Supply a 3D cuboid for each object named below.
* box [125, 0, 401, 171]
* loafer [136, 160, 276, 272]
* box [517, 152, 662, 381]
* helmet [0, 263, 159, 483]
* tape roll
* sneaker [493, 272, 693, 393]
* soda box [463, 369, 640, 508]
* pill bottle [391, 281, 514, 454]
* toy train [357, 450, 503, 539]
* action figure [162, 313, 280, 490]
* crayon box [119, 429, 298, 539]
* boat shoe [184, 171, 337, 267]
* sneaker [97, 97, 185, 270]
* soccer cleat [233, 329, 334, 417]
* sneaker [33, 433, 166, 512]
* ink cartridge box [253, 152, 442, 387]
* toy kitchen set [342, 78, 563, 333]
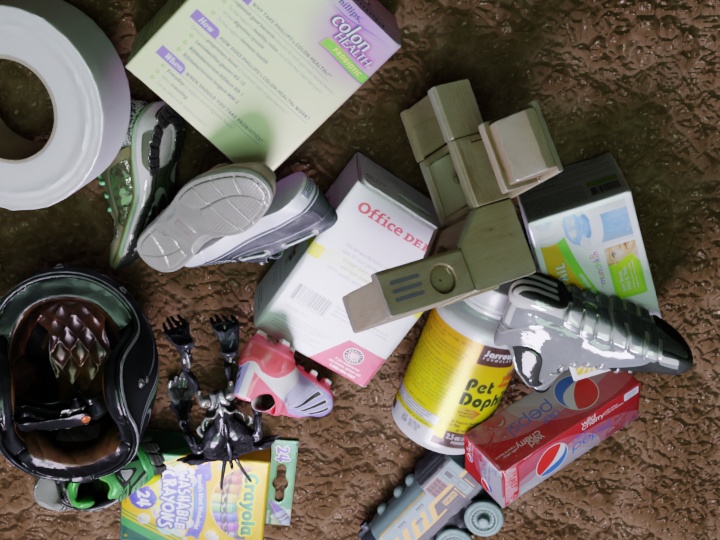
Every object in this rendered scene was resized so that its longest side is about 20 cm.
[{"bbox_3d":[-0.093,-0.221,1.305,0.176,0.097,0.200,41,110,-20],"label":"box"},{"bbox_3d":[-0.149,-0.065,1.338,0.072,0.063,0.200,45,134,-17],"label":"loafer"},{"bbox_3d":[0.244,-0.002,1.428,0.112,0.102,0.201,-18,116,6],"label":"box"},{"bbox_3d":[-0.300,0.099,1.409,0.198,0.192,0.201,-4,140,-4],"label":"helmet"},{"bbox_3d":[-0.327,-0.162,1.309,0.201,0.071,0.204,5,112,12],"label":"tape roll"},{"bbox_3d":[0.228,0.084,1.381,0.199,0.075,0.116,23,120,-2],"label":"sneaker"},{"bbox_3d":[0.209,0.169,1.478,0.199,0.070,0.064,-29,139,-22],"label":"soda box"},{"bbox_3d":[0.114,0.091,1.466,0.109,0.109,0.201,16,116,-10],"label":"pill bottle"},{"bbox_3d":[0.086,0.285,1.585,0.114,0.085,0.200,40,111,-7],"label":"toy train"},{"bbox_3d":[-0.154,0.138,1.485,0.118,0.102,0.201,-9,122,-4],"label":"action figure"},{"bbox_3d":[-0.175,0.254,1.570,0.198,0.052,0.127,4,117,-5],"label":"crayon box"},{"bbox_3d":[-0.107,-0.037,1.389,0.199,0.072,0.068,-24,125,35],"label":"boat shoe"},{"bbox_3d":[-0.239,-0.096,1.393,0.088,0.077,0.201,27,119,19],"label":"sneaker"},{"bbox_3d":[-0.084,0.129,1.453,0.066,0.200,0.077,22,75,23],"label":"soccer cleat"},{"bbox_3d":[-0.308,0.229,1.502,0.199,0.085,0.078,-24,93,42],"label":"sneaker"},{"bbox_3d":[0.000,0.000,1.429,0.145,0.084,0.200,31,112,-17],"label":"ink cartridge box"},{"bbox_3d":[0.071,-0.073,1.274,0.180,0.163,0.201,-16,84,-30],"label":"toy kitchen set"}]
